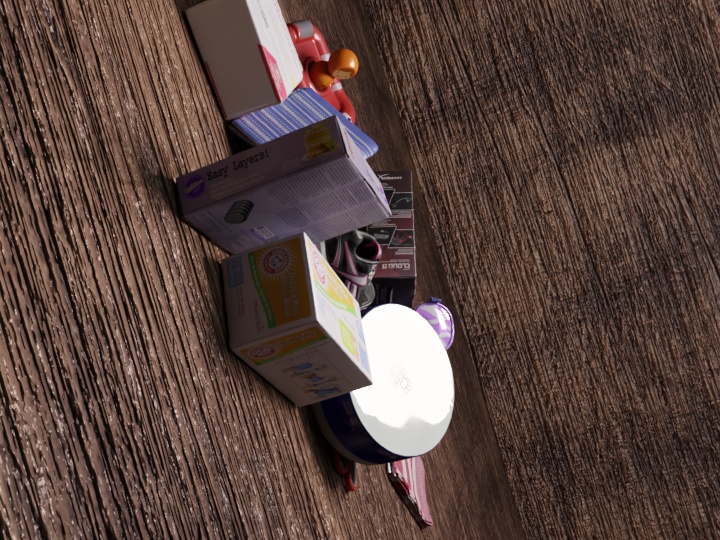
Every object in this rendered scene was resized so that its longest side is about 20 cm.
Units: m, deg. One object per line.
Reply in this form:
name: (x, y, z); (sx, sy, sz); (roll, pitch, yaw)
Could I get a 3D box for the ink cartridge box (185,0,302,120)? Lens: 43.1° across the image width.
ink cartridge box: (-0.148, -0.297, 1.217); (0.200, 0.082, 0.147); (-76, 148, -70)

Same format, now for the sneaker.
sneaker: (-0.006, -0.005, 1.241); (0.200, 0.085, 0.081); (52, 25, -62)

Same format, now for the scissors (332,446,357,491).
scissors: (-0.029, 0.203, 1.250); (0.073, 0.014, 0.202); (58, 17, -46)

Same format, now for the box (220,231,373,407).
box: (-0.068, 0.060, 1.025); (0.200, 0.100, 0.114); (54, 21, -59)

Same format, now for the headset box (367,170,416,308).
headset box: (0.049, -0.037, 1.468); (0.149, 0.074, 0.203); (88, 0, -70)

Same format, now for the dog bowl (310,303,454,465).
dog bowl: (0.030, 0.148, 1.193); (0.198, 0.078, 0.203); (16, 65, -39)

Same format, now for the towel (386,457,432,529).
towel: (0.078, 0.334, 1.563); (0.201, 0.022, 0.145); (62, 14, -45)

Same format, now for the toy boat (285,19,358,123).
toy boat: (-0.059, -0.327, 1.521); (0.130, 0.129, 0.203); (-35, 107, -54)

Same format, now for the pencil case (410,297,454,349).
pencil case: (0.066, 0.101, 1.415); (0.200, 0.084, 0.085); (153, -64, -62)

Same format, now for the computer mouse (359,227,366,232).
computer mouse: (0.000, 0.000, 1.463); (0.059, 0.034, 0.203); (162, -65, -69)

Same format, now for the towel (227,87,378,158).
towel: (-0.071, -0.176, 1.221); (0.144, 0.024, 0.200); (40, 36, 7)

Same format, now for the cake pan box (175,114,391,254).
cake pan box: (-0.075, -0.076, 0.983); (0.200, 0.182, 0.053); (43, 31, -67)
